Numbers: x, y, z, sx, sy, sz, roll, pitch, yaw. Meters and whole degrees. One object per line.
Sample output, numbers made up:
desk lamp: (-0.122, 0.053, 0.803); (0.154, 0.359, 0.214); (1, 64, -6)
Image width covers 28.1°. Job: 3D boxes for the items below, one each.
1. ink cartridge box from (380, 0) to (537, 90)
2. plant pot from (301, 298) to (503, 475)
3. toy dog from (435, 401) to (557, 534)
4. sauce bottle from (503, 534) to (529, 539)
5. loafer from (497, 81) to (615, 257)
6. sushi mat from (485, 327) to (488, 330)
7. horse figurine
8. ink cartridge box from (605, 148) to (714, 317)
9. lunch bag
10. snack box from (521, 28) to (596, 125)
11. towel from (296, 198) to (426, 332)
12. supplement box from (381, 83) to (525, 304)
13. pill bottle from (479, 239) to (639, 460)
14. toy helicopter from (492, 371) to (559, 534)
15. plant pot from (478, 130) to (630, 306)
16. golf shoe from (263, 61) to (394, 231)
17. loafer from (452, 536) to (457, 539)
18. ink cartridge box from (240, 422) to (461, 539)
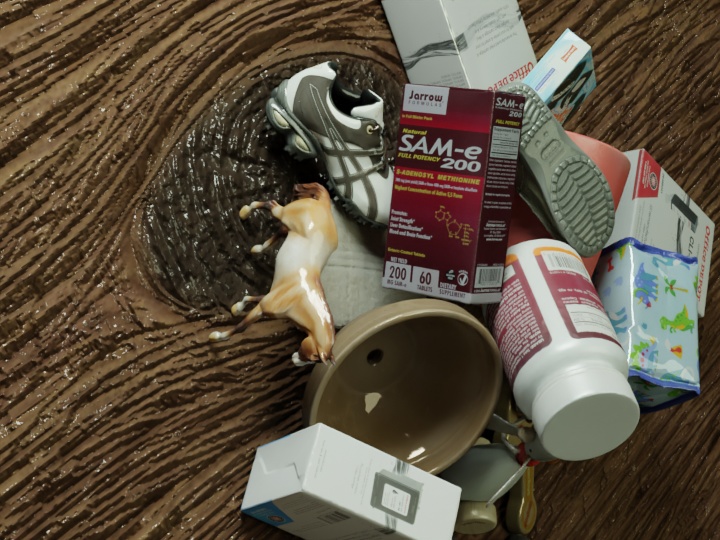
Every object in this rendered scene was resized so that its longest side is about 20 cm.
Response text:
ink cartridge box: (0.106, -0.273, 1.584); (0.147, 0.083, 0.201); (-36, 111, -47)
plant pot: (0.028, 0.104, 1.384); (0.200, 0.093, 0.202); (-12, 123, -20)
toy dog: (0.124, 0.191, 1.463); (0.096, 0.200, 0.132); (9, 39, -26)
sauce bottle: (0.132, 0.365, 1.514); (0.065, 0.065, 0.200); (58, 43, -25)
loafer: (0.185, -0.101, 1.446); (0.075, 0.070, 0.200); (-38, 106, -19)
sushi mat: (0.164, 0.083, 1.525); (0.200, 0.096, 0.012); (24, 99, -38)
horse figurine: (-0.064, -0.006, 1.295); (0.050, 0.132, 0.201); (37, 56, -40)
ink cartridge box: (0.370, -0.040, 1.853); (0.200, 0.083, 0.145); (38, 55, -40)
lunch bag: (0.286, 0.077, 1.651); (0.127, 0.200, 0.171); (16, 66, -20)
snack box: (0.212, -0.194, 1.615); (0.037, 0.116, 0.200); (41, 4, 11)
towel: (0.000, 0.000, 1.448); (0.200, 0.034, 0.133); (8, 78, -50)
supplement box: (0.088, -0.075, 1.383); (0.061, 0.108, 0.201); (0, 98, -52)
pill bottle: (0.190, 0.075, 1.383); (0.114, 0.114, 0.200); (38, 25, -39)
toy helicopter: (0.184, 0.194, 1.617); (0.132, 0.079, 0.201); (-9, 100, -59)
plant pot: (0.179, -0.048, 1.561); (0.200, 0.200, 0.178); (19, 79, -46)
golf shoe: (0.001, -0.117, 1.394); (0.200, 0.094, 0.078); (42, 27, -27)
loafer: (0.029, 0.318, 1.404); (0.071, 0.073, 0.200); (53, 41, -16)
ink cartridge box: (0.007, 0.216, 1.311); (0.199, 0.116, 0.067); (28, 59, -24)
